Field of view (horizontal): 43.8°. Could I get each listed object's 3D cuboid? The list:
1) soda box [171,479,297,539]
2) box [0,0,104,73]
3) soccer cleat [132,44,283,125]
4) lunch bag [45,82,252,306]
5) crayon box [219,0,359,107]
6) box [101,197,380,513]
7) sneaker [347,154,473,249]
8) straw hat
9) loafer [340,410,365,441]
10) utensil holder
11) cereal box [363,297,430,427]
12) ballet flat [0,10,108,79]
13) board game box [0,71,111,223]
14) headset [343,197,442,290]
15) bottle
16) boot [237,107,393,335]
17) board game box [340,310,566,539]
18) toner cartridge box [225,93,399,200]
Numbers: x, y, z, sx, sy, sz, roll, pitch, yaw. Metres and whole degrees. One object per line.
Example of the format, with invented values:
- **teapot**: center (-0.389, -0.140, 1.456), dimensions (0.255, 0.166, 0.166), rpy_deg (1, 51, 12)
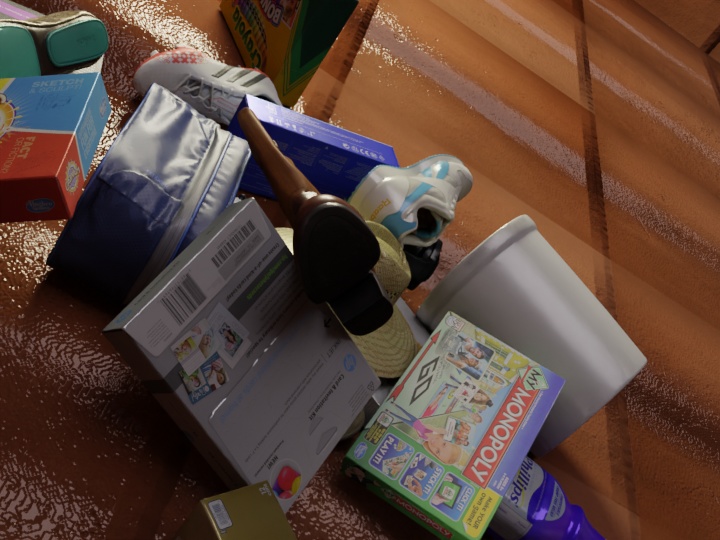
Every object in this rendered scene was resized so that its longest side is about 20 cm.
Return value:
- **soda box**: center (-0.059, 0.256, 0.624), dimensions (0.063, 0.068, 0.202), rpy_deg (-4, 53, -44)
- **box**: center (-0.339, -0.196, 0.906), dimensions (0.141, 0.036, 0.202), rpy_deg (20, 38, -25)
- **soccer cleat**: center (-0.170, -0.207, 1.044), dimensions (0.198, 0.069, 0.086), rpy_deg (-1, 46, -48)
- **lunch bag**: center (-0.175, -0.060, 0.811), dimensions (0.131, 0.136, 0.202), rpy_deg (32, 37, -15)
- **crayon box**: center (-0.099, -0.349, 1.171), dimensions (0.058, 0.173, 0.202), rpy_deg (8, 44, -40)
- **box**: center (-0.085, 0.071, 0.714), dimensions (0.156, 0.041, 0.201), rpy_deg (-49, 115, -33)
- **sneaker**: center (0.068, -0.069, 0.961), dimensions (0.081, 0.077, 0.199), rpy_deg (48, 35, 16)
- **straw hat**: center (0.000, 0.000, 0.858), dimensions (0.199, 0.085, 0.202), rpy_deg (32, 28, -19)
- **loafer**: center (-0.075, 0.085, 0.795), dimensions (0.197, 0.069, 0.076), rpy_deg (28, 31, -15)
- **utensil holder**: center (0.182, 0.073, 0.964), dimensions (0.201, 0.170, 0.169), rpy_deg (51, 37, 13)
- **cereal box**: center (0.018, 0.081, 0.912), dimensions (0.201, 0.040, 0.143), rpy_deg (51, 34, 18)
- **ballet flat**: center (-0.323, -0.206, 0.853), dimensions (0.064, 0.072, 0.200), rpy_deg (2, 19, 23)
- **board game box**: center (-0.315, -0.098, 0.722), dimensions (0.195, 0.041, 0.155), rpy_deg (-4, 42, 2)
- **headset**: center (0.048, -0.045, 1.023), dimensions (0.123, 0.095, 0.199), rpy_deg (39, 11, 19)
- **bottle**: center (0.153, 0.223, 0.854), dimensions (0.199, 0.065, 0.084), rpy_deg (38, 41, -2)
- **boot**: center (-0.046, -0.065, 0.735), dimensions (0.202, 0.068, 0.188), rpy_deg (60, 6, 27)
- **board game box**: center (0.089, 0.140, 0.816), dimensions (0.133, 0.029, 0.200), rpy_deg (29, 50, 14)
- **toner cartridge box**: center (-0.061, -0.122, 1.022), dimensions (0.197, 0.095, 0.044), rpy_deg (15, 40, -30)
